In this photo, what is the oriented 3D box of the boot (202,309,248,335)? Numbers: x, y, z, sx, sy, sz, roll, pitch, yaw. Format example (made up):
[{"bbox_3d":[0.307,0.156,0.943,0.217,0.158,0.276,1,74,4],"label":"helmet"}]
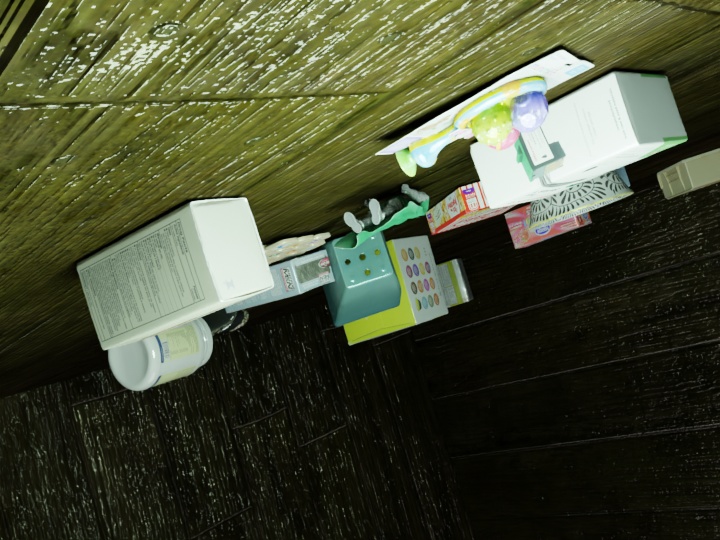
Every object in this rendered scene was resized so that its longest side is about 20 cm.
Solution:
[{"bbox_3d":[-0.386,0.140,1.902,0.200,0.075,0.154,-22,171,6],"label":"boot"}]

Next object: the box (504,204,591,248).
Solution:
[{"bbox_3d":[0.499,-0.138,2.009,0.198,0.105,0.094,-20,175,40],"label":"box"}]

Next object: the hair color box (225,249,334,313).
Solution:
[{"bbox_3d":[-0.153,0.021,1.351,0.197,0.062,0.098,-15,-176,39],"label":"hair color box"}]

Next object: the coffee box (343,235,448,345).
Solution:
[{"bbox_3d":[0.067,0.046,1.822,0.197,0.204,0.196,-19,175,30],"label":"coffee box"}]

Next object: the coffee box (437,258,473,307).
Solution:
[{"bbox_3d":[0.402,0.070,3.539,0.194,0.205,0.199,-18,176,14],"label":"coffee box"}]

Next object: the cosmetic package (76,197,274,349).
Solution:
[{"bbox_3d":[-0.199,0.005,0.797,0.197,0.106,0.087,-19,178,35],"label":"cosmetic package"}]

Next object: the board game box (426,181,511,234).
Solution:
[{"bbox_3d":[0.214,-0.122,1.331,0.148,0.047,0.200,-17,176,-12],"label":"board game box"}]

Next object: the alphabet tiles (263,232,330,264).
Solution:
[{"bbox_3d":[-0.150,-0.026,1.213,0.193,0.015,0.198,-22,175,38],"label":"alphabet tiles"}]

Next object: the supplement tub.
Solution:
[{"bbox_3d":[-0.431,0.170,1.639,0.143,0.148,0.199,-20,176,29],"label":"supplement tub"}]

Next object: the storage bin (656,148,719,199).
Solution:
[{"bbox_3d":[1.067,-0.309,2.357,0.196,0.096,0.199,-18,177,-3],"label":"storage bin"}]

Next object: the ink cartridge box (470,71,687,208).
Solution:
[{"bbox_3d":[0.249,-0.148,0.873,0.144,0.086,0.198,-13,173,-45],"label":"ink cartridge box"}]

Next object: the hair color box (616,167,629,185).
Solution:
[{"bbox_3d":[0.487,-0.176,1.645,0.097,0.062,0.200,-17,175,-14],"label":"hair color box"}]

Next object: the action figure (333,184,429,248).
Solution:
[{"bbox_3d":[0.046,-0.084,1.041,0.116,0.056,0.199,-22,-178,27],"label":"action figure"}]

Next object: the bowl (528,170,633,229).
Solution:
[{"bbox_3d":[0.391,-0.152,1.386,0.196,0.096,0.201,-17,176,-1],"label":"bowl"}]

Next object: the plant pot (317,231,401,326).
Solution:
[{"bbox_3d":[0.000,0.000,1.398,0.138,0.144,0.200,-17,168,-8],"label":"plant pot"}]

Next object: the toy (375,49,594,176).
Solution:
[{"bbox_3d":[0.122,-0.137,0.716,0.197,0.048,0.114,-20,177,32],"label":"toy"}]
